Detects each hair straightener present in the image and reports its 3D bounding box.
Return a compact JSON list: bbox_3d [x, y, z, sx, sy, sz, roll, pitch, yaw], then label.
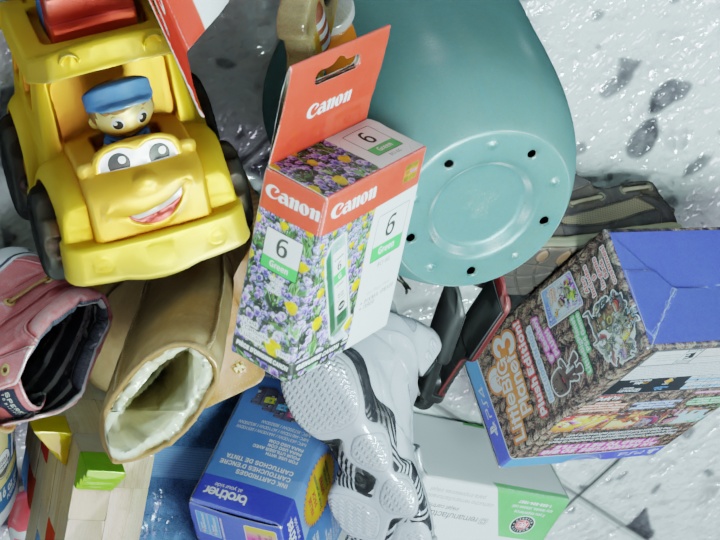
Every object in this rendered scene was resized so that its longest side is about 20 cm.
[{"bbox_3d":[0.044,0.060,1.617,0.077,0.041,0.200,-4,156,-20],"label":"hair straightener"}]

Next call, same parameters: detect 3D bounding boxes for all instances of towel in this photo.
[{"bbox_3d":[-0.133,0.121,1.574,0.112,0.049,0.200,9,98,-32],"label":"towel"}]

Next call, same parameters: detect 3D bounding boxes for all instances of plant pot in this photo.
[{"bbox_3d":[0.052,-0.086,1.462,0.200,0.161,0.201,-12,130,-15],"label":"plant pot"}]

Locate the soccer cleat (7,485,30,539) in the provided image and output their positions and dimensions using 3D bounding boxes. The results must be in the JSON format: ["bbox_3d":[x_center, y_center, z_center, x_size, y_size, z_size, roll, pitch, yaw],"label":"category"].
[{"bbox_3d":[-0.165,0.191,1.638,0.200,0.077,0.067,1,162,-21],"label":"soccer cleat"}]

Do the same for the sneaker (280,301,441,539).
[{"bbox_3d":[0.020,0.105,1.523,0.075,0.115,0.200,-2,127,34],"label":"sneaker"}]

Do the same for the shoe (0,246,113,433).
[{"bbox_3d":[-0.238,0.075,1.324,0.200,0.091,0.071,-50,135,-17],"label":"shoe"}]

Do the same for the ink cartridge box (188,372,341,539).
[{"bbox_3d":[-0.057,0.158,1.576,0.076,0.200,0.137,15,145,18],"label":"ink cartridge box"}]

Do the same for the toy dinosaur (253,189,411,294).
[{"bbox_3d":[0.000,0.000,1.577,0.200,0.047,0.088,10,86,-28],"label":"toy dinosaur"}]

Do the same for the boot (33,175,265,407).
[{"bbox_3d":[-0.136,0.029,1.488,0.201,0.071,0.144,-21,92,-14],"label":"boot"}]

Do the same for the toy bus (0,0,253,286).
[{"bbox_3d":[-0.153,-0.112,1.332,0.136,0.200,0.192,-13,122,-13],"label":"toy bus"}]

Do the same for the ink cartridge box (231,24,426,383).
[{"bbox_3d":[-0.013,-0.040,1.332,0.109,0.050,0.200,-30,141,-49],"label":"ink cartridge box"}]

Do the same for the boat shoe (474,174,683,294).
[{"bbox_3d":[0.146,-0.031,1.609,0.200,0.073,0.074,-2,152,-33],"label":"boat shoe"}]

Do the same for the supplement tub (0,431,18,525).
[{"bbox_3d":[-0.303,0.083,1.450,0.145,0.145,0.200,-10,131,-17],"label":"supplement tub"}]

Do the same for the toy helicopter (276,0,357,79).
[{"bbox_3d":[-0.033,-0.141,1.369,0.079,0.132,0.200,6,96,7],"label":"toy helicopter"}]

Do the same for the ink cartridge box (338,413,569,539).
[{"bbox_3d":[0.053,0.222,1.764,0.146,0.084,0.200,12,122,-31],"label":"ink cartridge box"}]

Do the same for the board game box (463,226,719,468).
[{"bbox_3d":[0.201,0.058,1.628,0.159,0.097,0.200,-1,152,-34],"label":"board game box"}]

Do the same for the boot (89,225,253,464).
[{"bbox_3d":[-0.135,0.055,1.356,0.066,0.200,0.175,30,117,-12],"label":"boot"}]

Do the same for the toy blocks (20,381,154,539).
[{"bbox_3d":[-0.190,0.148,1.480,0.100,0.200,0.137,4,113,-20],"label":"toy blocks"}]

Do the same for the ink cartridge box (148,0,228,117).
[{"bbox_3d":[-0.109,-0.212,1.259,0.050,0.200,0.162,-19,133,3],"label":"ink cartridge box"}]
